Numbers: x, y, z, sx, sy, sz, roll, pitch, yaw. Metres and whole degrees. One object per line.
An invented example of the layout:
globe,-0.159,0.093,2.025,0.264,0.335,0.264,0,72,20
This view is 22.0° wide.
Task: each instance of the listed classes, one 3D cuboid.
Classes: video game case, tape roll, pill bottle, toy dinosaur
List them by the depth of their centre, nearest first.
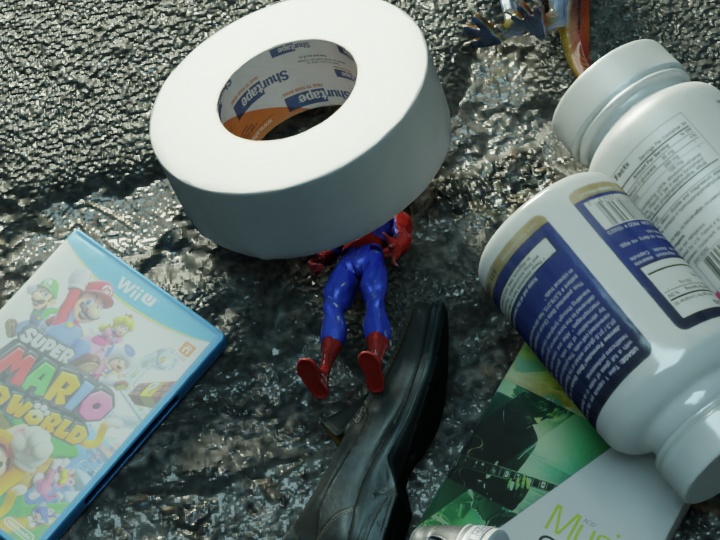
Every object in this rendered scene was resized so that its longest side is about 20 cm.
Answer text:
pill bottle,0.172,0.044,1.158,0.111,0.111,0.200,-32,63,-10
pill bottle,0.224,-0.053,1.238,0.113,0.113,0.200,-32,65,-10
video game case,-0.208,0.082,1.267,0.143,0.018,0.200,34,71,21
tape roll,-0.041,-0.102,1.279,0.200,0.066,0.200,-13,44,12
toy dinosaur,0.137,-0.236,1.381,0.200,0.105,0.182,44,56,-16

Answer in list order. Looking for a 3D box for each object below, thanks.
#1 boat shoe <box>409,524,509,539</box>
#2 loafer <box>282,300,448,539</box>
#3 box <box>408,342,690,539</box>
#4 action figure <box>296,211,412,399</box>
boat shoe,0.052,0.252,1.113,0.068,0.072,0.200,-1,89,30
loafer,0.007,0.105,1.206,0.072,0.073,0.200,12,64,16
box,0.126,0.153,1.188,0.144,0.036,0.200,26,67,17
action figure,0.000,0.000,1.245,0.065,0.052,0.200,-12,35,17
